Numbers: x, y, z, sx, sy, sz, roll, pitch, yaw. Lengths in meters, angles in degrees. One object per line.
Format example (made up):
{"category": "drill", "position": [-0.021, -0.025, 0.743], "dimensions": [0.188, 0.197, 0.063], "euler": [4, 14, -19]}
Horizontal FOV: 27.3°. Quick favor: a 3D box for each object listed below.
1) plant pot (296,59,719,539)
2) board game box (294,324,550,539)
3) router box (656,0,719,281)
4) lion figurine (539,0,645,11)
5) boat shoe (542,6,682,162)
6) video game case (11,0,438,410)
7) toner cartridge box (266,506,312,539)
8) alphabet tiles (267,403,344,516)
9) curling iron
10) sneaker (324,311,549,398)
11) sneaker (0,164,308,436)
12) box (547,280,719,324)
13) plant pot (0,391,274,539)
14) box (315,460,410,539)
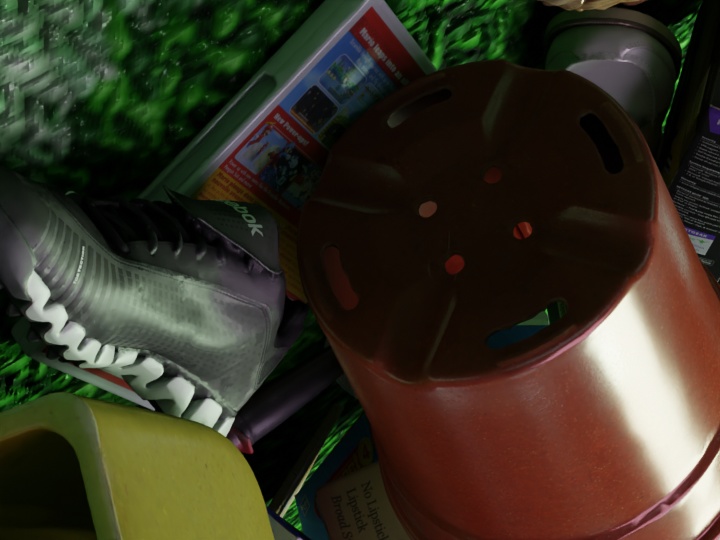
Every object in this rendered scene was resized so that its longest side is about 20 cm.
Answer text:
{"category": "plant pot", "position": [0.072, 0.024, 0.657], "dimensions": [0.201, 0.201, 0.195], "euler": [-42, 145, -6]}
{"category": "board game box", "position": [0.088, 0.111, 0.922], "dimensions": [0.199, 0.056, 0.196], "euler": [2, 143, -32]}
{"category": "router box", "position": [0.209, -0.111, 0.808], "dimensions": [0.158, 0.052, 0.201], "euler": [101, 9, -59]}
{"category": "lion figurine", "position": [0.133, -0.155, 0.683], "dimensions": [0.122, 0.073, 0.200], "euler": [-41, 166, 11]}
{"category": "boat shoe", "position": [0.134, -0.076, 0.804], "dimensions": [0.200, 0.074, 0.069], "euler": [55, 40, -70]}
{"category": "video game case", "position": [-0.043, -0.022, 0.646], "dimensions": [0.200, 0.017, 0.143], "euler": [-45, 153, 3]}
{"category": "toner cartridge box", "position": [-0.047, 0.196, 0.829], "dimensions": [0.095, 0.043, 0.200], "euler": [-52, 153, -8]}
{"category": "alphabet tiles", "position": [-0.066, 0.175, 0.923], "dimensions": [0.200, 0.006, 0.167], "euler": [-55, 174, -49]}
{"category": "curling iron", "position": [-0.065, 0.080, 0.718], "dimensions": [0.199, 0.026, 0.050], "euler": [-30, 172, -28]}
{"category": "sneaker", "position": [0.050, 0.045, 0.921], "dimensions": [0.199, 0.071, 0.073], "euler": [14, 135, -44]}
{"category": "sneaker", "position": [-0.076, -0.002, 0.549], "dimensions": [0.090, 0.066, 0.200], "euler": [-44, 149, -3]}
{"category": "box", "position": [0.197, 0.042, 1.042], "dimensions": [0.051, 0.201, 0.158], "euler": [17, 129, -17]}
{"category": "plant pot", "position": [-0.112, 0.165, 0.560], "dimensions": [0.194, 0.196, 0.200], "euler": [-20, 169, 18]}
{"category": "box", "position": [0.095, 0.150, 0.807], "dimensions": [0.199, 0.128, 0.109], "euler": [-25, 148, 7]}
